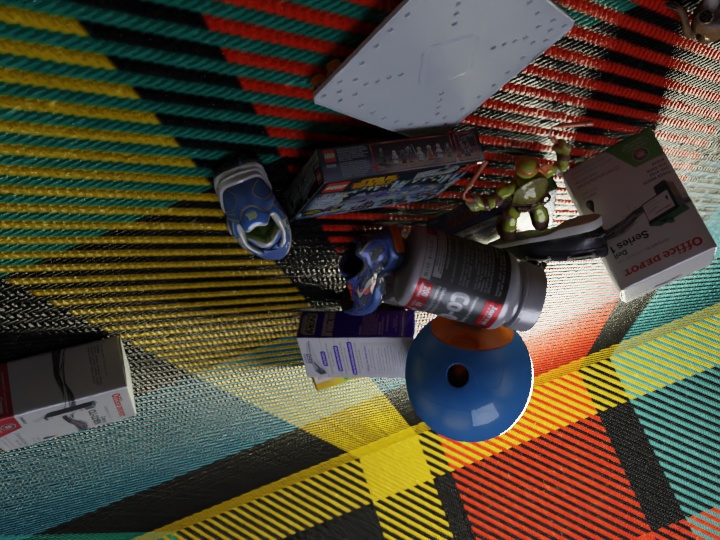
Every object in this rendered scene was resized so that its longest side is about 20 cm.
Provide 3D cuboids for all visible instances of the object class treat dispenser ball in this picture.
[{"bbox_3d":[0.166,0.161,1.083,0.197,0.204,0.202,-18,158,-7],"label":"treat dispenser ball"}]

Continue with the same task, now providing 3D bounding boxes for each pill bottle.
[{"bbox_3d":[0.155,0.017,0.993,0.196,0.116,0.114,15,150,-8],"label":"pill bottle"}]

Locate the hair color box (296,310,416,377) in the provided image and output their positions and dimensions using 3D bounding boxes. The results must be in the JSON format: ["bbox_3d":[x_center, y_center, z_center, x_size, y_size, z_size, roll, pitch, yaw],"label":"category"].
[{"bbox_3d":[-0.001,0.125,1.188,0.195,0.066,0.111,-2,135,8],"label":"hair color box"}]

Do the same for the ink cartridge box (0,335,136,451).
[{"bbox_3d":[-0.436,0.180,1.023,0.196,0.085,0.145,-14,156,-19],"label":"ink cartridge box"}]

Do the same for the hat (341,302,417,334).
[{"bbox_3d":[0.056,0.069,1.305,0.198,0.178,0.165,33,138,-16],"label":"hat"}]

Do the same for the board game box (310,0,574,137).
[{"bbox_3d":[0.079,-0.209,0.672,0.199,0.026,0.198,-37,154,33],"label":"board game box"}]

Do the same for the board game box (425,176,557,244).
[{"bbox_3d":[0.203,-0.073,1.082,0.196,0.035,0.136,-23,157,3],"label":"board game box"}]

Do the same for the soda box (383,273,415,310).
[{"bbox_3d":[0.100,0.022,1.162,0.063,0.071,0.199,-33,155,24],"label":"soda box"}]

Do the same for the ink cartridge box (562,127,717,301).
[{"bbox_3d":[0.407,-0.079,1.031,0.144,0.203,0.084,-27,158,15],"label":"ink cartridge box"}]

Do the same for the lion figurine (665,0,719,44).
[{"bbox_3d":[0.423,-0.290,0.761,0.195,0.074,0.122,-10,171,12],"label":"lion figurine"}]

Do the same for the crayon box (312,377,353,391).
[{"bbox_3d":[-0.010,0.176,1.435,0.196,0.059,0.119,-19,158,-7],"label":"crayon box"}]

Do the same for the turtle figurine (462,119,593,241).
[{"bbox_3d":[0.230,-0.108,0.941,0.198,0.065,0.162,-32,150,-6],"label":"turtle figurine"}]

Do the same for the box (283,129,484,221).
[{"bbox_3d":[0.024,-0.106,0.798,0.196,0.041,0.137,-11,171,-23],"label":"box"}]

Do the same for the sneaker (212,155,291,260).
[{"bbox_3d":[-0.117,-0.047,0.799,0.074,0.078,0.200,-22,160,0],"label":"sneaker"}]

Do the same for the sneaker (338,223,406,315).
[{"bbox_3d":[0.000,0.000,1.041,0.077,0.077,0.201,-2,144,-20],"label":"sneaker"}]

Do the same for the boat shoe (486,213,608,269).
[{"bbox_3d":[0.266,-0.032,1.033,0.197,0.062,0.074,-13,-169,35],"label":"boat shoe"}]
